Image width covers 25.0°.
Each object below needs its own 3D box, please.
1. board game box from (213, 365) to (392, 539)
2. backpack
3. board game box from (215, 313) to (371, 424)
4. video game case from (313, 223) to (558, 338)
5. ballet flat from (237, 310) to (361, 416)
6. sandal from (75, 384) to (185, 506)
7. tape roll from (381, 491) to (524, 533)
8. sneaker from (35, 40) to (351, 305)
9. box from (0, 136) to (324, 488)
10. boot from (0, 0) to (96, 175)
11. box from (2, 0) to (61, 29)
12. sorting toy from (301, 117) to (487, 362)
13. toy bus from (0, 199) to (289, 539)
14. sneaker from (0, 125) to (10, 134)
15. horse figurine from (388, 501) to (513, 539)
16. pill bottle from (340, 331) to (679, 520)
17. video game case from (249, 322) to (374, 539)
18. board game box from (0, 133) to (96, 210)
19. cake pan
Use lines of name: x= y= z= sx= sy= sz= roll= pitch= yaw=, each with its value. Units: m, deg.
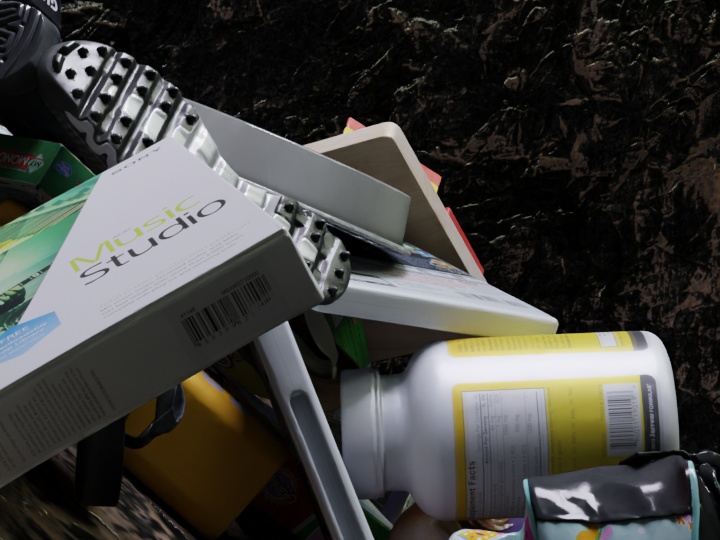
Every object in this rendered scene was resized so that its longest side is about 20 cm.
board game box: x=-0.072 y=0.116 z=1.080 sx=0.200 sy=0.040 sz=0.153 roll=43 pitch=-2 yaw=-35
backpack: x=0.120 y=0.200 z=0.743 sx=0.176 sy=0.153 sz=0.200 roll=49 pitch=30 yaw=-65
board game box: x=-0.092 y=0.032 z=1.224 sx=0.200 sy=0.040 sz=0.153 roll=17 pitch=-36 yaw=25
video game case: x=0.000 y=0.000 z=1.056 sx=0.200 sy=0.023 sz=0.182 roll=10 pitch=13 yaw=-40
ballet flat: x=-0.073 y=0.025 z=1.110 sx=0.200 sy=0.072 sz=0.068 roll=45 pitch=37 yaw=-18
sandal: x=-0.096 y=0.030 z=0.741 sx=0.043 sy=0.076 sz=0.200 roll=9 pitch=31 yaw=-3
tape roll: x=0.105 y=0.183 z=1.271 sx=0.085 sy=0.200 sz=0.200 roll=41 pitch=-1 yaw=-13
sneaker: x=-0.103 y=-0.036 z=0.862 sx=0.200 sy=0.067 sz=0.090 roll=41 pitch=-45 yaw=-21
box: x=-0.110 y=0.009 z=0.650 sx=0.036 sy=0.144 sz=0.200 roll=63 pitch=-10 yaw=-20
boot: x=-0.189 y=-0.087 z=0.949 sx=0.165 sy=0.066 sz=0.200 roll=24 pitch=-13 yaw=34
box: x=-0.311 y=-0.180 z=0.949 sx=0.199 sy=0.200 sz=0.050 roll=43 pitch=39 yaw=-58
sorting toy: x=-0.016 y=-0.025 z=1.243 sx=0.199 sy=0.200 sz=0.070 roll=58 pitch=32 yaw=-33
toy bus: x=-0.132 y=0.050 z=0.855 sx=0.200 sy=0.065 sz=0.078 roll=42 pitch=0 yaw=-4
sneaker: x=-0.273 y=-0.068 z=1.339 sx=0.200 sy=0.078 sz=0.140 roll=43 pitch=-1 yaw=-23
horse figurine: x=0.057 y=0.198 z=1.022 sx=0.133 sy=0.050 sz=0.200 roll=49 pitch=21 yaw=-21
pill bottle: x=0.089 y=0.097 z=1.003 sx=0.200 sy=0.112 sz=0.112 roll=-2 pitch=-3 yaw=1
video game case: x=-0.020 y=0.114 z=0.893 sx=0.200 sy=0.023 sz=0.182 roll=113 pitch=-44 yaw=-82
board game box: x=-0.206 y=-0.039 z=0.950 sx=0.200 sy=0.029 sz=0.135 roll=12 pitch=-23 yaw=38
cake pan: x=-0.054 y=-0.064 z=1.038 sx=0.200 sy=0.037 sz=0.200 roll=23 pitch=1 yaw=0
